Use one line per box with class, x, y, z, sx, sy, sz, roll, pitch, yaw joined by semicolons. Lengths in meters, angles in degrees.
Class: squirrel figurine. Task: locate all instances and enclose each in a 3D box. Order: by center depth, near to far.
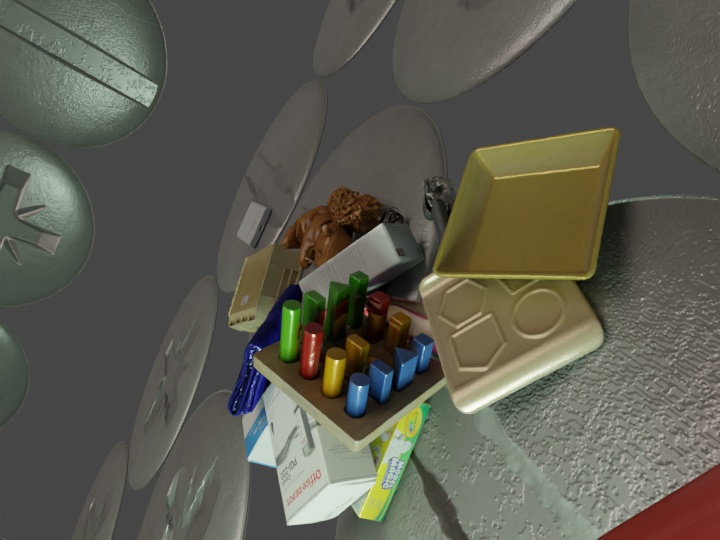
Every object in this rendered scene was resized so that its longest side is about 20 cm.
squirrel figurine;-0.047;-0.078;1.057;0.202;0.140;0.186;-54;14;-2

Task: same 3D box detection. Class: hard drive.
hard drive;-0.360;-0.157;1.817;0.135;0.025;0.199;-65;27;1

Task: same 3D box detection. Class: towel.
towel;-0.147;0.127;0.889;0.201;0.048;0.150;-66;0;-60

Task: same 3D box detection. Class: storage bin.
storage bin;-0.242;0.051;1.373;0.198;0.092;0.204;-17;55;55

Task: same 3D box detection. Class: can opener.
can opener;0.136;-0.079;0.863;0.068;0.051;0.204;96;171;-45

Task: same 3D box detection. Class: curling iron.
curling iron;0.043;-0.014;0.977;0.048;0.025;0.207;3;79;29

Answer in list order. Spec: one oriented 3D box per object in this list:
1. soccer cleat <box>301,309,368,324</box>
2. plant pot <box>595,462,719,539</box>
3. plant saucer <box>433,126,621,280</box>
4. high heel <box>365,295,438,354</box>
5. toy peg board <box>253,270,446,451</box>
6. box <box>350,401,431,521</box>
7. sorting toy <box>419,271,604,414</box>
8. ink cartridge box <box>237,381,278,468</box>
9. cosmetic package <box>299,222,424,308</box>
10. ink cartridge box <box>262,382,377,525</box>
soccer cleat;-0.021;0.090;0.893;0.195;0.074;0.069;-21;40;10
plant pot;0.257;0.184;0.290;0.178;0.199;0.201;-47;31;10
plant saucer;0.204;-0.068;0.656;0.196;0.048;0.204;1;60;41
high heel;0.081;0.066;0.775;0.069;0.095;0.198;-61;25;-12
toy peg board;-0.005;0.096;0.709;0.197;0.197;0.101;29;125;34
box;0.030;0.237;0.790;0.117;0.047;0.205;25;93;63
sorting toy;0.171;0.050;0.658;0.183;0.036;0.203;-33;43;18
ink cartridge box;-0.131;0.251;0.957;0.087;0.144;0.201;-57;29;16
cosmetic package;0.000;0.000;0.916;0.198;0.101;0.076;-35;76;27
ink cartridge box;-0.065;0.234;0.777;0.147;0.083;0.204;-53;45;38
